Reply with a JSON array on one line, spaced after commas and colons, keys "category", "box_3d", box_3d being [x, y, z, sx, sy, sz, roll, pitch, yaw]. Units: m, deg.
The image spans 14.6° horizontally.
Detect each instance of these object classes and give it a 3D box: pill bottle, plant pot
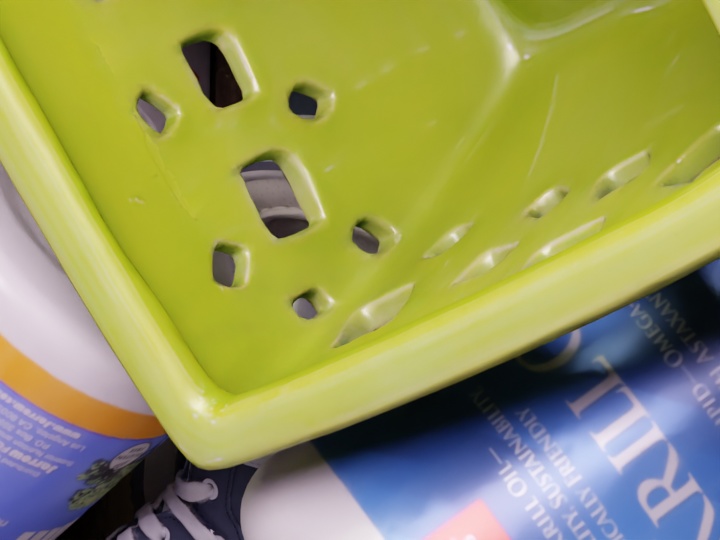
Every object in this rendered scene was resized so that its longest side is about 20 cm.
[{"category": "pill bottle", "box_3d": [0.040, 0.069, 0.706, 0.200, 0.112, 0.112, -37, 48, -5]}, {"category": "plant pot", "box_3d": [0.024, -0.098, 0.670, 0.198, 0.201, 0.181, -25, 7, 37]}, {"category": "pill bottle", "box_3d": [-0.134, 0.045, 0.772, 0.200, 0.112, 0.112, -42, 44, 27]}]

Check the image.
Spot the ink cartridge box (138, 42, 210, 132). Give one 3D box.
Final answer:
[{"category": "ink cartridge box", "box_3d": [-0.106, -0.110, 0.971, 0.067, 0.115, 0.201, -17, 52, 21]}]

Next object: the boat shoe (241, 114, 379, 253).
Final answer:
[{"category": "boat shoe", "box_3d": [0.046, 0.015, 0.804, 0.199, 0.071, 0.070, 20, 75, 7]}]

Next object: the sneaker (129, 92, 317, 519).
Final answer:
[{"category": "sneaker", "box_3d": [0.000, 0.000, 0.880, 0.082, 0.070, 0.201, 15, 69, 18]}]

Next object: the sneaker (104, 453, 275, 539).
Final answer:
[{"category": "sneaker", "box_3d": [-0.059, 0.084, 0.798, 0.199, 0.109, 0.070, -13, 12, 10]}]
